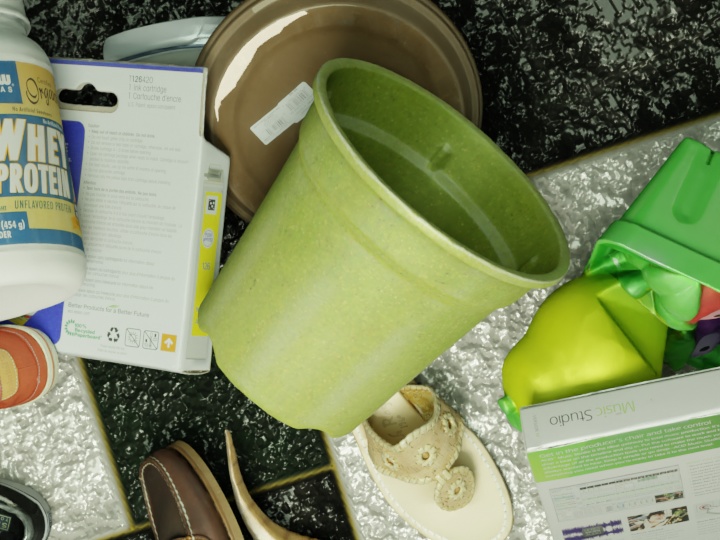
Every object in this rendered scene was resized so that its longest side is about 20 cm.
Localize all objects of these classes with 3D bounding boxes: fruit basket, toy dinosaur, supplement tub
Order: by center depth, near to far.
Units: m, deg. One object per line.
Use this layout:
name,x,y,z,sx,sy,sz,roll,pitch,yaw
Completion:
fruit basket,0.188,0.035,1.484,0.155,0.216,0.216,25,92,5
supplement tub,-0.264,-0.072,1.515,0.145,0.145,0.200,-13,80,6
toy dinosaur,-0.034,0.205,1.588,0.200,0.060,0.106,30,80,-4

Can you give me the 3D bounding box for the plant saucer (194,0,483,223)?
plant saucer,-0.016,-0.102,1.551,0.200,0.029,0.200,-2,117,-3

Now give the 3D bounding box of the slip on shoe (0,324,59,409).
slip on shoe,-0.298,0.076,1.584,0.200,0.061,0.074,-10,95,33

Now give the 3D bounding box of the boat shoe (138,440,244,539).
boat shoe,-0.106,0.212,1.562,0.070,0.070,0.200,-20,72,-25

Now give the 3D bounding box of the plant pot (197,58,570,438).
plant pot,0.000,0.000,1.481,0.200,0.200,0.184,42,112,5

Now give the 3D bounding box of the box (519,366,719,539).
box,0.186,0.132,1.492,0.144,0.200,0.036,-12,59,6

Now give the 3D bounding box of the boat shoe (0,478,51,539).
boat shoe,-0.316,0.163,1.606,0.199,0.068,0.074,16,91,7

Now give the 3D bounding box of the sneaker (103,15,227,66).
sneaker,-0.077,-0.133,1.580,0.200,0.073,0.071,0,86,6

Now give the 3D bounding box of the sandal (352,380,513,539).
sandal,0.026,0.104,1.568,0.078,0.070,0.212,-34,86,5

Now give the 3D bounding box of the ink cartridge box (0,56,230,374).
ink cartridge box,-0.181,-0.041,1.572,0.198,0.047,0.200,7,89,32
